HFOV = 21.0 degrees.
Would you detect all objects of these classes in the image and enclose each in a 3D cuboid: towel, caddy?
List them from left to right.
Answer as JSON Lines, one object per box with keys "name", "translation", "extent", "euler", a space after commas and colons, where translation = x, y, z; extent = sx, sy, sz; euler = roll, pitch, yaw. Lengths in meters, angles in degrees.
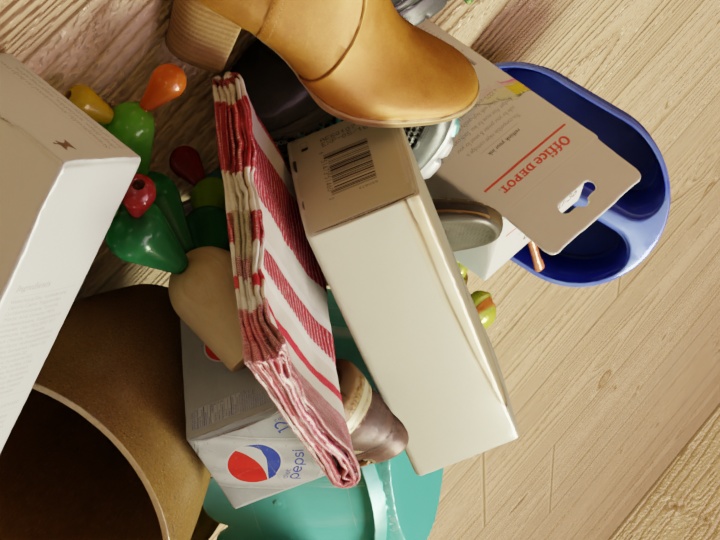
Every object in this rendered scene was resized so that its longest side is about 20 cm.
{"name": "towel", "translation": [-0.040, 0.004, 1.081], "extent": [0.023, 0.201, 0.144], "euler": [-17, 143, 10]}
{"name": "caddy", "translation": [0.144, -0.076, 1.503], "extent": [0.142, 0.199, 0.105], "euler": [-61, 175, 14]}

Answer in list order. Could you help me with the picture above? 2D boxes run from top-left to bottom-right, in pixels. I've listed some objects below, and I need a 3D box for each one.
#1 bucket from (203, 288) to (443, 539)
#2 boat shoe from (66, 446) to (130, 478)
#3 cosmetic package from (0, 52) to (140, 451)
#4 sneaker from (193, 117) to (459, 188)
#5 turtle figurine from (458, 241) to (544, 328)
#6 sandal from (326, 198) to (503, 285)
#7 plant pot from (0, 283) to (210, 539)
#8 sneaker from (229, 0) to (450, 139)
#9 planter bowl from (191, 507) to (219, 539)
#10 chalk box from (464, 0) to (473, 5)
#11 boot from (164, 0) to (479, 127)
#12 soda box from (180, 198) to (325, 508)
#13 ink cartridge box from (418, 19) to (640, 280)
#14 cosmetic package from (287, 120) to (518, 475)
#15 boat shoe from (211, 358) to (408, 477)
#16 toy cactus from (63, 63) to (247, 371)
{"name": "bucket", "translation": [-0.023, 0.107, 1.369], "extent": [0.207, 0.133, 0.209], "euler": [-1, 90, -75]}
{"name": "boat shoe", "translation": [-0.212, 0.169, 1.246], "extent": [0.198, 0.074, 0.065], "euler": [-20, 171, -14]}
{"name": "cosmetic package", "translation": [-0.201, 0.001, 0.979], "extent": [0.201, 0.101, 0.074], "euler": [-60, 159, 20]}
{"name": "sneaker", "translation": [-0.024, -0.071, 1.221], "extent": [0.199, 0.078, 0.091], "euler": [-34, 159, 31]}
{"name": "turtle figurine", "translation": [0.041, 0.005, 1.436], "extent": [0.064, 0.161, 0.201], "euler": [-36, 154, -39]}
{"name": "sandal", "translation": [0.000, 0.000, 1.264], "extent": [0.198, 0.055, 0.082], "euler": [-14, 163, 12]}
{"name": "plant pot", "translation": [-0.157, 0.092, 1.151], "extent": [0.200, 0.185, 0.187], "euler": [-54, 169, -56]}
{"name": "sneaker", "translation": [-0.019, -0.163, 1.181], "extent": [0.200, 0.076, 0.091], "euler": [-49, 148, -23]}
{"name": "planter bowl", "translation": [-0.150, 0.161, 1.377], "extent": [0.200, 0.083, 0.201], "euler": [-44, 158, -23]}
{"name": "chalk box", "translation": [0.071, -0.280, 1.095], "extent": [0.200, 0.124, 0.124], "euler": [-51, 160, -10]}
{"name": "boot", "translation": [-0.003, -0.158, 1.074], "extent": [0.199, 0.071, 0.144], "euler": [10, 138, -19]}
{"name": "soda box", "translation": [-0.065, 0.037, 1.142], "extent": [0.063, 0.201, 0.068], "euler": [-21, 132, 11]}
{"name": "ink cartridge box", "translation": [0.079, -0.074, 1.334], "extent": [0.116, 0.199, 0.068], "euler": [-38, 155, -34]}
{"name": "cosmetic package", "translation": [0.027, 0.013, 1.177], "extent": [0.073, 0.104, 0.201], "euler": [-21, 127, 6]}
{"name": "boat shoe", "translation": [-0.045, 0.105, 1.211], "extent": [0.199, 0.072, 0.073], "euler": [-19, -138, 49]}
{"name": "toy cactus", "translation": [-0.096, -0.025, 1.077], "extent": [0.102, 0.166, 0.200], "euler": [-36, 169, 5]}
